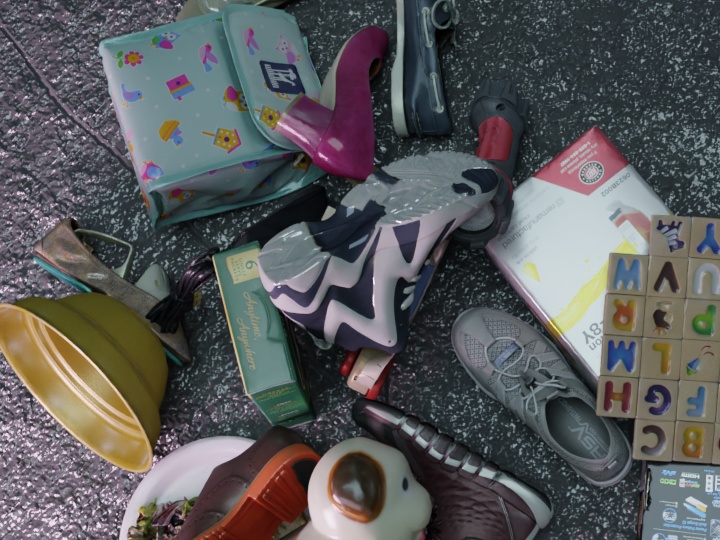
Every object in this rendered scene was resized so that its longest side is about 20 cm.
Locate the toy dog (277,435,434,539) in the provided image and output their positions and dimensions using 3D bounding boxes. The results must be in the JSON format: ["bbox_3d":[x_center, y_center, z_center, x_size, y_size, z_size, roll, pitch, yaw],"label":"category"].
[{"bbox_3d":[-0.018,0.234,0.965,0.193,0.139,0.201,30,97,12],"label":"toy dog"}]

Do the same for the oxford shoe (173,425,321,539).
[{"bbox_3d":[-0.118,0.219,1.015,0.200,0.071,0.072,-42,38,-7],"label":"oxford shoe"}]

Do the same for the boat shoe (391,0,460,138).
[{"bbox_3d":[0.064,-0.226,1.114,0.061,0.075,0.203,0,79,12],"label":"boat shoe"}]

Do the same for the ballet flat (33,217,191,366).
[{"bbox_3d":[-0.226,0.012,1.119,0.199,0.068,0.067,34,78,14],"label":"ballet flat"}]

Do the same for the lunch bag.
[{"bbox_3d":[-0.128,-0.152,1.111,0.198,0.122,0.172,-17,70,-11],"label":"lunch bag"}]

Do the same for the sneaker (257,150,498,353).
[{"bbox_3d":[0.029,-0.003,0.930,0.198,0.130,0.080,-32,43,-6],"label":"sneaker"}]

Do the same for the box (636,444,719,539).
[{"bbox_3d":[0.330,0.240,0.972,0.198,0.050,0.201,4,79,11],"label":"box"}]

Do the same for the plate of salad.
[{"bbox_3d":[-0.128,0.250,1.054,0.198,0.048,0.203,-2,78,10],"label":"plate of salad"}]

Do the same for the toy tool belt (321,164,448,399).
[{"bbox_3d":[0.000,0.000,1.043,0.122,0.125,0.202,25,76,2],"label":"toy tool belt"}]

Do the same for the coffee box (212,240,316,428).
[{"bbox_3d":[-0.080,0.062,1.008,0.043,0.200,0.124,-15,75,-2],"label":"coffee box"}]

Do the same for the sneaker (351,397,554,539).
[{"bbox_3d":[0.059,0.201,1.019,0.199,0.076,0.116,29,87,15],"label":"sneaker"}]

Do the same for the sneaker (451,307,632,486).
[{"bbox_3d":[0.160,0.100,1.017,0.200,0.082,0.075,41,87,16],"label":"sneaker"}]

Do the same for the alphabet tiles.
[{"bbox_3d":[0.280,0.058,0.961,0.164,0.006,0.203,4,92,-2],"label":"alphabet tiles"}]

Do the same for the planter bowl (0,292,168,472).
[{"bbox_3d":[-0.235,0.082,1.062,0.200,0.201,0.083,35,58,16],"label":"planter bowl"}]

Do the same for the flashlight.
[{"bbox_3d":[0.109,-0.102,1.021,0.067,0.068,0.201,15,40,3],"label":"flashlight"}]

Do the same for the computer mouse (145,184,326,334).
[{"bbox_3d":[-0.106,-0.001,1.074,0.046,0.200,0.140,51,132,3],"label":"computer mouse"}]

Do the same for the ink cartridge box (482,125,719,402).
[{"bbox_3d":[0.215,-0.001,1.030,0.145,0.083,0.201,-38,74,1],"label":"ink cartridge box"}]

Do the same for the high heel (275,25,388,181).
[{"bbox_3d":[0.005,-0.156,1.082,0.095,0.200,0.068,33,129,3],"label":"high heel"}]

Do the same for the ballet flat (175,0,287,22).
[{"bbox_3d":[-0.103,-0.291,1.164,0.198,0.069,0.070,-26,74,4],"label":"ballet flat"}]
